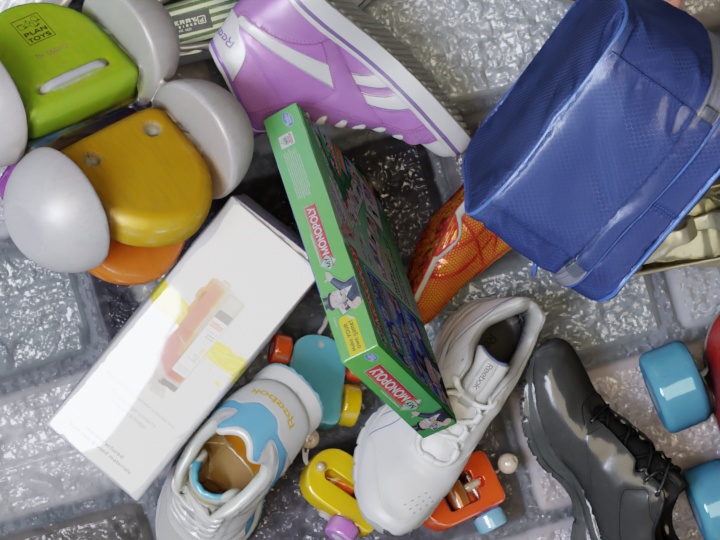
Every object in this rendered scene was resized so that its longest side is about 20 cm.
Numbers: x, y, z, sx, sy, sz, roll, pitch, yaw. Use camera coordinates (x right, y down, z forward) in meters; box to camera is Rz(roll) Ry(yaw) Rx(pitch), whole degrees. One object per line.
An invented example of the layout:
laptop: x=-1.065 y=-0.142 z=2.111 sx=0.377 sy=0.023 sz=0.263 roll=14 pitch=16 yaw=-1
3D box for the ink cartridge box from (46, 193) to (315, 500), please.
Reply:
ink cartridge box: x=-0.115 y=0.047 z=1.549 sx=0.083 sy=0.145 sz=0.200 roll=40 pitch=92 yaw=-2

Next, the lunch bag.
lunch bag: x=0.164 y=-0.077 z=1.478 sx=0.132 sy=0.136 sz=0.200 roll=32 pitch=114 yaw=-14

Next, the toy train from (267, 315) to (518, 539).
toy train: x=0.012 y=0.117 z=1.603 sx=0.150 sy=0.056 sz=0.200 roll=-28 pitch=83 yaw=-24

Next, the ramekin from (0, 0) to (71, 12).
ramekin: x=-0.277 y=-0.239 z=1.552 sx=0.200 sy=0.098 sz=0.201 roll=0 pitch=94 yaw=1

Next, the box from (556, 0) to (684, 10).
box: x=0.132 y=-0.254 z=1.547 sx=0.199 sy=0.109 sz=0.128 roll=13 pitch=94 yaw=-1

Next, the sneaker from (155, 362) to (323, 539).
sneaker: x=-0.101 y=0.146 z=1.552 sx=0.076 sy=0.081 sz=0.200 roll=40 pitch=132 yaw=10

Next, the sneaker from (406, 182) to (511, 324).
sneaker: x=0.098 y=-0.036 z=1.582 sx=0.077 sy=0.073 sz=0.200 roll=36 pitch=96 yaw=-11

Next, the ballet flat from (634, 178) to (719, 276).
ballet flat: x=0.240 y=-0.029 z=1.584 sx=0.199 sy=0.069 sz=0.070 roll=-13 pitch=94 yaw=0

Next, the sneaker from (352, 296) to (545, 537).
sneaker: x=0.060 y=0.092 z=1.550 sx=0.074 sy=0.087 sz=0.200 roll=33 pitch=68 yaw=-8

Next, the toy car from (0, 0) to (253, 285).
toy car: x=-0.183 y=-0.078 z=1.478 sx=0.175 sy=0.150 sz=0.200 roll=-30 pitch=74 yaw=-32

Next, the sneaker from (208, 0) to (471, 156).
sneaker: x=-0.020 y=-0.121 z=1.561 sx=0.200 sy=0.073 sz=0.114 roll=38 pitch=105 yaw=-27

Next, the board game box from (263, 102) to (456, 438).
board game box: x=0.000 y=0.000 z=1.505 sx=0.029 sy=0.135 sz=0.200 roll=-27 pitch=56 yaw=13

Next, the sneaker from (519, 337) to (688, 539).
sneaker: x=0.179 y=0.136 z=1.578 sx=0.091 sy=0.076 sz=0.200 roll=-16 pitch=103 yaw=35

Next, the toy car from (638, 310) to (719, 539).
toy car: x=0.307 y=0.102 z=1.526 sx=0.184 sy=0.200 sz=0.177 roll=-20 pitch=94 yaw=2

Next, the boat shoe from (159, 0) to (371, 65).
boat shoe: x=-0.073 y=-0.184 z=1.572 sx=0.200 sy=0.067 sz=0.074 roll=-23 pitch=94 yaw=1
